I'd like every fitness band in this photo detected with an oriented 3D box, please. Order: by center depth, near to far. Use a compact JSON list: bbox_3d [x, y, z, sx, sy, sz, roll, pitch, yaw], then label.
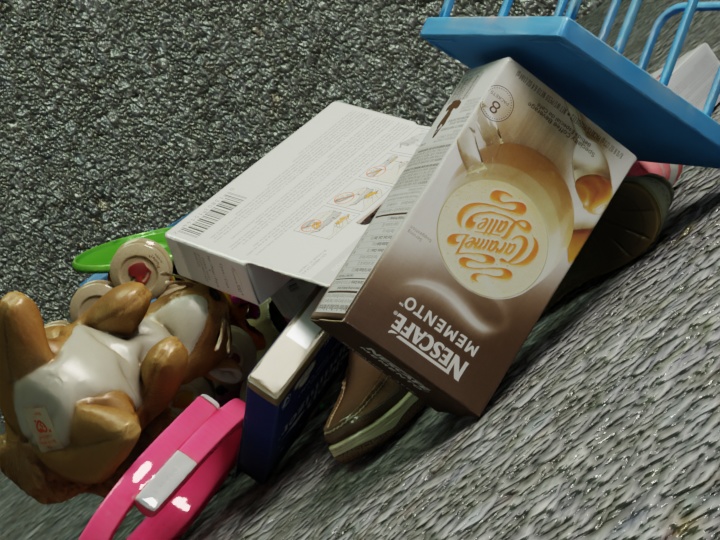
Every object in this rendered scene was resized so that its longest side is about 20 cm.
[{"bbox_3d":[-0.148,0.171,1.275,0.200,0.037,0.144,-46,-14,-41],"label":"fitness band"}]

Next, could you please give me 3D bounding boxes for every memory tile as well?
[{"bbox_3d":[-0.161,0.086,1.407,0.153,0.200,0.017,-42,11,16],"label":"memory tile"}]

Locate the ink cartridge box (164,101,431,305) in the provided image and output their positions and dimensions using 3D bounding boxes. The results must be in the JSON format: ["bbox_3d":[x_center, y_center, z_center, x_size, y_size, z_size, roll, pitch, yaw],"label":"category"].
[{"bbox_3d":[-0.018,-0.047,1.285,0.175,0.045,0.200,18,47,41],"label":"ink cartridge box"}]

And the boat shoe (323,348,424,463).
[{"bbox_3d":[0.012,0.065,1.240,0.075,0.075,0.202,-33,8,28],"label":"boat shoe"}]

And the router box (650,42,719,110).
[{"bbox_3d":[0.211,-0.104,1.506,0.200,0.049,0.179,-42,8,-40],"label":"router box"}]

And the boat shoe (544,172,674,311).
[{"bbox_3d":[0.129,-0.013,1.217,0.200,0.073,0.063,-30,2,30],"label":"boat shoe"}]

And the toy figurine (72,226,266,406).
[{"bbox_3d":[-0.134,0.063,1.465,0.199,0.185,0.150,-4,13,32],"label":"toy figurine"}]

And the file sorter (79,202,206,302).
[{"bbox_3d":[-0.151,0.046,1.708,0.122,0.201,0.139,-29,9,31],"label":"file sorter"}]

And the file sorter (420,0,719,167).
[{"bbox_3d":[0.172,-0.165,1.146,0.138,0.199,0.123,12,77,53],"label":"file sorter"}]

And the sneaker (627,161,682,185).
[{"bbox_3d":[0.148,-0.043,1.301,0.200,0.074,0.087,-32,9,32],"label":"sneaker"}]

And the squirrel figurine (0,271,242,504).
[{"bbox_3d":[-0.183,0.088,1.311,0.186,0.141,0.201,-34,-22,-47],"label":"squirrel figurine"}]

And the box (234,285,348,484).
[{"bbox_3d":[-0.047,0.085,1.297,0.121,0.032,0.200,-53,-10,-26],"label":"box"}]

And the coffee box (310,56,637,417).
[{"bbox_3d":[0.073,-0.020,1.103,0.201,0.114,0.080,-58,15,-10],"label":"coffee box"}]

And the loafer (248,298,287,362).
[{"bbox_3d":[-0.086,0.059,1.584,0.200,0.076,0.067,-44,6,-2],"label":"loafer"}]

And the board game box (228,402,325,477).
[{"bbox_3d":[-0.080,0.127,1.539,0.105,0.024,0.200,-39,6,1],"label":"board game box"}]

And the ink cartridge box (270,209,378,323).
[{"bbox_3d":[0.000,0.000,1.455,0.085,0.146,0.200,-37,6,-26],"label":"ink cartridge box"}]
